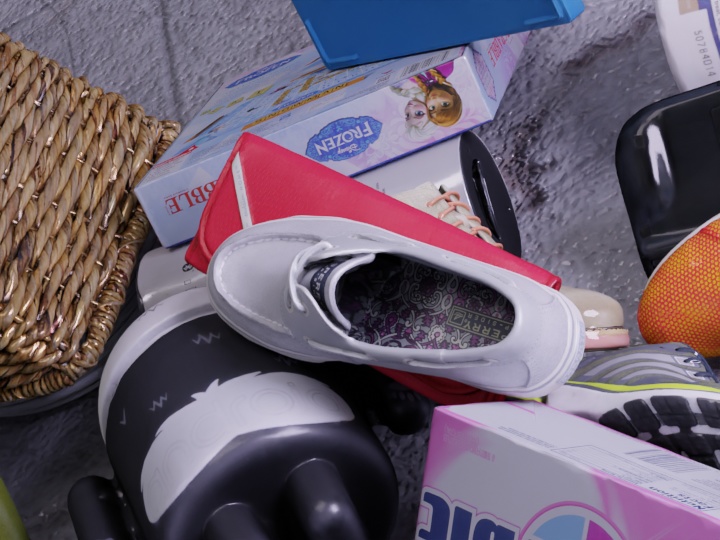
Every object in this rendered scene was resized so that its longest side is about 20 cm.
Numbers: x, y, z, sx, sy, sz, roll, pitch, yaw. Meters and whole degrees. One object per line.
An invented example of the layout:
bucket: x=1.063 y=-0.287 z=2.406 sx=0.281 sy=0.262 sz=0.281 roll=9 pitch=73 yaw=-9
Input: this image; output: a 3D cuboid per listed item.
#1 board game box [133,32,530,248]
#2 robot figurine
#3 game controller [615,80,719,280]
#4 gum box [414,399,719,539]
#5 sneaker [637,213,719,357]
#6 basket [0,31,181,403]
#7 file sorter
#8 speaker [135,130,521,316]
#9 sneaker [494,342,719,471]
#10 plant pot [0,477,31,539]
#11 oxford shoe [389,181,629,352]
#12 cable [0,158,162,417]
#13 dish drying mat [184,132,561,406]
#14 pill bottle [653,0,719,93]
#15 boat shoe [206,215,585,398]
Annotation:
board game box: x=-0.008 y=-0.096 z=1.250 sx=0.199 sy=0.041 sz=0.200 roll=-20 pitch=17 yaw=19
robot figurine: x=-0.055 y=0.094 z=1.086 sx=0.200 sy=0.150 sz=0.125 roll=55 pitch=133 yaw=52
game controller: x=0.219 y=-0.052 z=1.056 sx=0.199 sy=0.042 sz=0.105 roll=-17 pitch=78 yaw=23
gum box: x=0.111 y=0.135 z=0.911 sx=0.200 sy=0.066 sz=0.114 roll=19 pitch=105 yaw=47
sneaker: x=0.216 y=0.000 z=1.002 sx=0.199 sy=0.073 sz=0.077 roll=-18 pitch=21 yaw=24
basket: x=-0.212 y=-0.014 z=1.254 sx=0.143 sy=0.149 sz=0.201 roll=-45 pitch=24 yaw=46
file sorter: x=0.049 y=-0.206 z=1.163 sx=0.123 sy=0.139 sz=0.200 roll=-40 pitch=21 yaw=-32
speaker: x=-0.016 y=-0.006 z=1.191 sx=0.199 sy=0.081 sz=0.081 roll=-21 pitch=40 yaw=19
sneaker: x=0.141 y=0.064 z=0.992 sx=0.081 sy=0.074 sz=0.200 roll=-36 pitch=24 yaw=-32
plant pot: x=-0.259 y=0.140 z=1.133 sx=0.200 sy=0.193 sz=0.201 roll=-21 pitch=40 yaw=18
oxford shoe: x=0.040 y=-0.004 z=1.084 sx=0.199 sy=0.071 sz=0.074 roll=13 pitch=94 yaw=26
cable: x=-0.190 y=-0.002 z=1.328 sx=0.199 sy=0.069 sz=0.200 roll=-5 pitch=47 yaw=34
dish drying mat: x=0.000 y=0.000 z=1.063 sx=0.200 sy=0.018 sz=0.077 roll=27 pitch=89 yaw=36
pill bottle: x=0.255 y=-0.142 z=1.099 sx=0.199 sy=0.111 sz=0.111 roll=-13 pitch=43 yaw=28
boat shoe: x=0.002 y=0.013 z=1.004 sx=0.199 sy=0.068 sz=0.072 roll=20 pitch=85 yaw=34
